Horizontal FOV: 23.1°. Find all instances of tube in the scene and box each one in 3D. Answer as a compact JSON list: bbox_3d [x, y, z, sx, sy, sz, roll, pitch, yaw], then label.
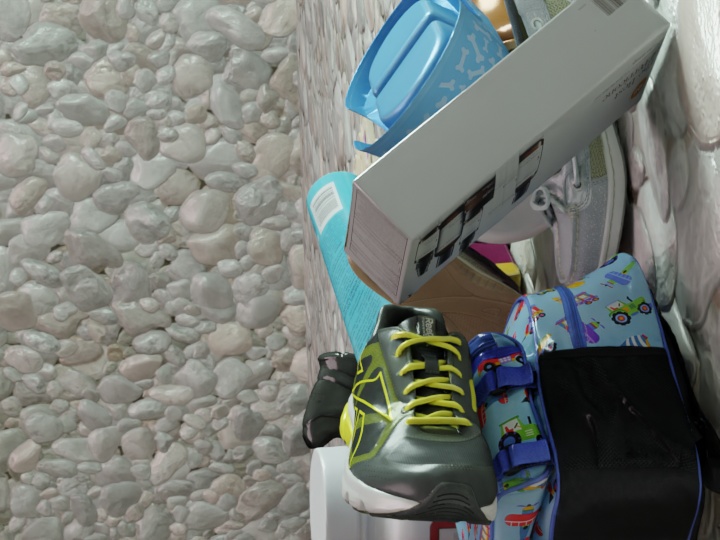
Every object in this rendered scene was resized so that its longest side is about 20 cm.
[{"bbox_3d":[0.000,0.000,1.316,0.200,0.050,0.078,-107,27,-52],"label":"tube"}]

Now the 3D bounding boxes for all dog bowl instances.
[{"bbox_3d":[0.044,-0.125,1.125,0.112,0.049,0.200,-53,15,15],"label":"dog bowl"}]

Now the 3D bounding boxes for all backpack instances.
[{"bbox_3d":[0.118,0.094,0.996,0.183,0.134,0.201,93,173,-45],"label":"backpack"}]

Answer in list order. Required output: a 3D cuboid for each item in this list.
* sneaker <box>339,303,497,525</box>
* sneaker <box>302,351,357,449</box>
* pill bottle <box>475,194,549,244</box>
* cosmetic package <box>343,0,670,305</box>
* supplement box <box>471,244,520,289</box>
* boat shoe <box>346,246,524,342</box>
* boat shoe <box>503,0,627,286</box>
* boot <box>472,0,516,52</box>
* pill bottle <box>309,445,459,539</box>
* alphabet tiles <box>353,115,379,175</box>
[{"bbox_3d":[0.025,0.070,0.904,0.200,0.074,0.085,-130,46,-74],"label":"sneaker"},{"bbox_3d":[0.044,0.138,1.376,0.076,0.199,0.091,136,158,-77],"label":"sneaker"},{"bbox_3d":[0.084,-0.075,1.258,0.200,0.111,0.113,-164,69,-83],"label":"pill bottle"},{"bbox_3d":[0.080,-0.072,0.962,0.051,0.200,0.083,45,160,14],"label":"cosmetic package"},{"bbox_3d":[0.068,0.020,1.503,0.200,0.102,0.132,-107,13,-64],"label":"supplement box"},{"bbox_3d":[0.079,0.024,1.214,0.072,0.200,0.065,-53,3,24],"label":"boat shoe"},{"bbox_3d":[0.125,-0.086,1.091,0.074,0.064,0.203,-131,37,-79],"label":"boat shoe"},{"bbox_3d":[0.100,-0.211,1.253,0.200,0.076,0.156,-78,-13,-88],"label":"boot"},{"bbox_3d":[0.070,0.154,1.124,0.112,0.199,0.113,180,90,-82],"label":"pill bottle"},{"bbox_3d":[0.017,-0.020,1.408,0.200,0.014,0.197,101,162,-66],"label":"alphabet tiles"}]
